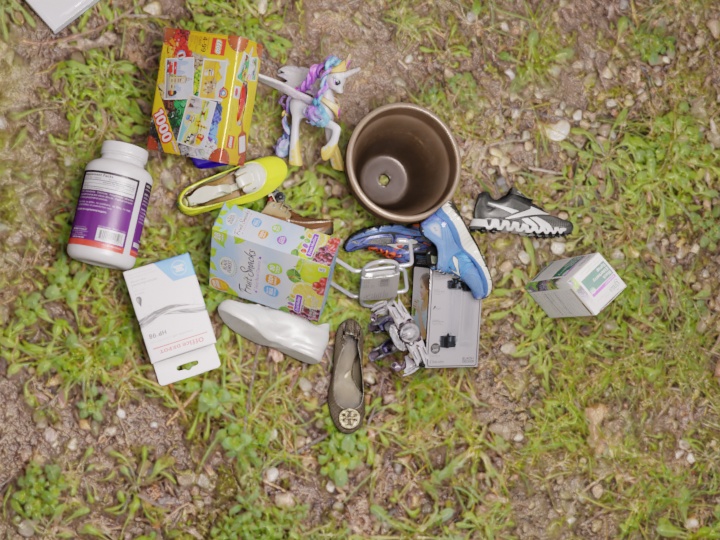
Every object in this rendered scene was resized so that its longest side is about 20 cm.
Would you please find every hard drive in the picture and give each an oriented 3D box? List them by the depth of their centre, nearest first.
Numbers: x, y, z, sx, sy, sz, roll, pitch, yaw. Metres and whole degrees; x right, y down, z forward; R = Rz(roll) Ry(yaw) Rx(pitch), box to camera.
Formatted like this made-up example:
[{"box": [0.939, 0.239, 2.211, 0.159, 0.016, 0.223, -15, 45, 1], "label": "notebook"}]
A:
[{"box": [-0.541, -0.523, 1.640, 0.132, 0.025, 0.200, -42, 94, -12], "label": "hard drive"}]

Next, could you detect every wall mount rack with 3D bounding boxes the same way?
[{"box": [0.000, 0.000, 1.635, 0.173, 0.200, 0.075, -5, 66, -4], "label": "wall mount rack"}]

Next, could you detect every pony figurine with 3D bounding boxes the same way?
[{"box": [-0.095, -0.284, 1.640, 0.192, 0.166, 0.201, 17, 113, 23], "label": "pony figurine"}]

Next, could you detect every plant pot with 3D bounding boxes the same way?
[{"box": [0.056, -0.172, 1.656, 0.199, 0.175, 0.201, 1, 85, -12], "label": "plant pot"}]

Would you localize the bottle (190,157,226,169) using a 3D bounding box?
[{"box": [-0.267, -0.280, 1.654, 0.083, 0.065, 0.201, -10, 87, -4], "label": "bottle"}]

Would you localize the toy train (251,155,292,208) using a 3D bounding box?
[{"box": [-0.145, -0.105, 1.680, 0.046, 0.034, 0.201, -27, 90, -9], "label": "toy train"}]

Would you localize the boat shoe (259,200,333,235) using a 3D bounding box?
[{"box": [-0.146, -0.082, 1.630, 0.199, 0.076, 0.074, -3, 91, 8], "label": "boat shoe"}]

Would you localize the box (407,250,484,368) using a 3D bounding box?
[{"box": [0.151, 0.067, 1.683, 0.116, 0.060, 0.201, 1, 94, -29], "label": "box"}]

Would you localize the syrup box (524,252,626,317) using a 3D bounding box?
[{"box": [0.376, 0.029, 1.691, 0.079, 0.200, 0.082, -42, 94, -11], "label": "syrup box"}]

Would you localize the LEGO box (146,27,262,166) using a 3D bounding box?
[{"box": [-0.255, -0.283, 1.566, 0.148, 0.077, 0.201, 12, 96, 23], "label": "LEGO box"}]

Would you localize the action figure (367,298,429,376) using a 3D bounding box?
[{"box": [0.058, 0.113, 1.616, 0.069, 0.200, 0.131, -15, 87, -12], "label": "action figure"}]

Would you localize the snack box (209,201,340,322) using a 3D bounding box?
[{"box": [-0.145, -0.011, 1.576, 0.199, 0.169, 0.068, 18, 53, 3], "label": "snack box"}]

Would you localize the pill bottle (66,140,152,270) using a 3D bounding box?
[{"box": [-0.411, -0.108, 1.585, 0.112, 0.112, 0.201, 12, 82, -10], "label": "pill bottle"}]

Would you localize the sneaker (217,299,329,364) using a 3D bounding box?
[{"box": [-0.147, 0.085, 1.652, 0.199, 0.075, 0.089, 27, 67, -14], "label": "sneaker"}]

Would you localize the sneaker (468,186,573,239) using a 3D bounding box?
[{"box": [0.298, -0.107, 1.756, 0.199, 0.066, 0.091, 5, 86, -9], "label": "sneaker"}]

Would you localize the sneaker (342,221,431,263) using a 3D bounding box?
[{"box": [0.068, -0.044, 1.700, 0.199, 0.075, 0.079, -4, 90, -11], "label": "sneaker"}]

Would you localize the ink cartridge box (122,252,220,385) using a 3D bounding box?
[{"box": [-0.314, 0.083, 1.610, 0.115, 0.067, 0.201, -18, 88, -13], "label": "ink cartridge box"}]

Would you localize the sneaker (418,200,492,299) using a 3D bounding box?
[{"box": [0.157, -0.024, 1.610, 0.089, 0.079, 0.200, -28, 123, 9], "label": "sneaker"}]

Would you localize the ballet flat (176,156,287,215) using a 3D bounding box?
[{"box": [-0.220, -0.143, 1.631, 0.199, 0.067, 0.067, -20, 88, 0], "label": "ballet flat"}]

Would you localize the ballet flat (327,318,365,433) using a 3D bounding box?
[{"box": [-0.020, 0.185, 1.672, 0.067, 0.046, 0.201, 4, 84, -11], "label": "ballet flat"}]
